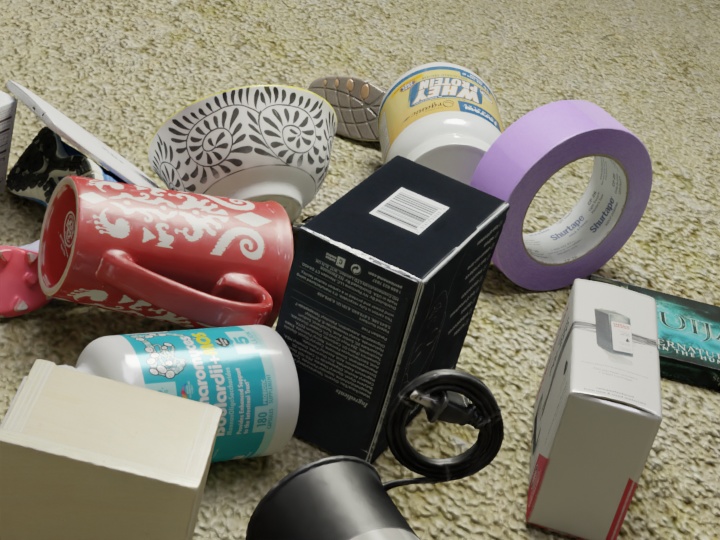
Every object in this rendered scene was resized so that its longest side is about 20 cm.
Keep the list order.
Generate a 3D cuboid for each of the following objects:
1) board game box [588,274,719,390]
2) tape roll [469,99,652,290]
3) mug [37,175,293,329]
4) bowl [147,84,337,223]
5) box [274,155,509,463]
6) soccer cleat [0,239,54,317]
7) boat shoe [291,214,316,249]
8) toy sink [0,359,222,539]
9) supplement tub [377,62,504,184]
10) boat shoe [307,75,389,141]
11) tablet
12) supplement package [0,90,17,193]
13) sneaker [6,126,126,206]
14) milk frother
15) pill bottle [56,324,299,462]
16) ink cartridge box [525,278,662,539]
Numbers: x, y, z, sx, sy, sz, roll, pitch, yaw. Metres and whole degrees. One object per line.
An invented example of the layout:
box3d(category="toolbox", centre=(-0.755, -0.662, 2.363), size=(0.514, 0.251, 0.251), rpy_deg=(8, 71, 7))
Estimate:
box3d(category="board game box", centre=(0.336, 0.070, 1.657), size=(0.199, 0.028, 0.135), rpy_deg=(14, 30, -2))
box3d(category="tape roll", centre=(0.212, -0.079, 1.677), size=(0.199, 0.201, 0.066), rpy_deg=(-5, 34, -31))
box3d(category="mug", centre=(-0.168, -0.016, 1.398), size=(0.199, 0.134, 0.177), rpy_deg=(11, -8, -27))
box3d(category="bowl", centre=(-0.111, -0.094, 1.607), size=(0.200, 0.201, 0.094), rpy_deg=(0, 62, -26))
box3d(category="box", centre=(0.020, 0.032, 1.399), size=(0.124, 0.197, 0.200), rpy_deg=(24, 31, 17))
box3d(category="soccer cleat", centre=(-0.299, -0.001, 1.457), size=(0.200, 0.067, 0.076), rpy_deg=(-19, 10, -35))
box3d(category="boat shoe", centre=(0.000, 0.000, 1.571), size=(0.060, 0.074, 0.200), rpy_deg=(-14, 38, -41))
box3d(category="toy sink", centre=(-0.215, 0.153, 1.151), size=(0.199, 0.131, 0.112), rpy_deg=(13, 29, -2))
box3d(category="supplement tub", centre=(0.095, -0.132, 1.768), size=(0.144, 0.145, 0.200), rpy_deg=(10, 30, -10))
box3d(category="boat shoe", centre=(0.031, -0.187, 1.926), size=(0.199, 0.075, 0.073), rpy_deg=(18, 4, 12))
box3d(category="tablet", centre=(-0.262, -0.119, 1.586), size=(0.200, 0.014, 0.130), rpy_deg=(36, 2, -41))
box3d(category="supplement package", centre=(-0.469, -0.139, 1.545), size=(0.200, 0.111, 0.156), rpy_deg=(25, 30, 18))
box3d(category="sneaker", centre=(-0.289, -0.081, 1.585), size=(0.089, 0.079, 0.200), rpy_deg=(38, -2, -38))
box3d(category="milk frother", centre=(0.045, 0.200, 1.126), size=(0.180, 0.201, 0.188), rpy_deg=(-1, 33, -34))
box3d(category="pill bottle", centre=(-0.158, 0.105, 1.278), size=(0.199, 0.111, 0.111), rpy_deg=(-4, 35, -30))
box3d(category="ink cartridge box", centre=(0.206, 0.120, 1.389), size=(0.084, 0.146, 0.200), rpy_deg=(16, 29, 2))
